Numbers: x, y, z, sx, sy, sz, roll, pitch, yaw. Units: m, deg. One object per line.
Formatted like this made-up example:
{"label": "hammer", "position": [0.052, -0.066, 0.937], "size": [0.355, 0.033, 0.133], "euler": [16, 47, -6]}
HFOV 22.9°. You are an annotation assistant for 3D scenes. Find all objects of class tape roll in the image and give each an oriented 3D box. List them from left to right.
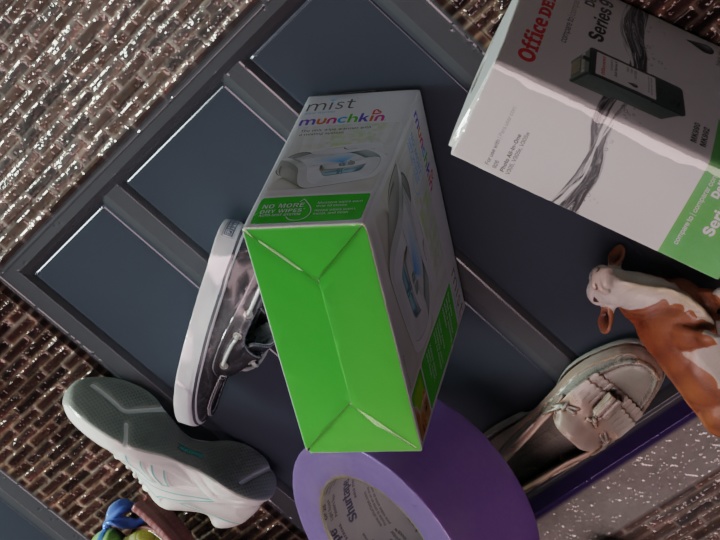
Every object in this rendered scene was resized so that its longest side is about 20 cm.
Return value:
{"label": "tape roll", "position": [0.043, 0.201, 1.433], "size": [0.199, 0.085, 0.201], "euler": [32, 141, 30]}

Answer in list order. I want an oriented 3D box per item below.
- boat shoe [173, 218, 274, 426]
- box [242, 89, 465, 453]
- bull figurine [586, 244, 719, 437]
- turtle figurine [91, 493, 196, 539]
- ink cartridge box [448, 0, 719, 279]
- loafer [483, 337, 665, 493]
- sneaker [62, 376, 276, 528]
{"label": "boat shoe", "position": [-0.102, 0.052, 1.438], "size": [0.067, 0.072, 0.202], "euler": [20, 121, 4]}
{"label": "box", "position": [0.000, 0.000, 1.295], "size": [0.096, 0.177, 0.202], "euler": [-2, 124, 19]}
{"label": "bull figurine", "position": [0.253, 0.055, 1.316], "size": [0.200, 0.065, 0.121], "euler": [46, 157, -26]}
{"label": "turtle figurine", "position": [-0.153, 0.311, 1.597], "size": [0.191, 0.202, 0.144], "euler": [5, 161, 9]}
{"label": "ink cartridge box", "position": [0.174, -0.103, 1.183], "size": [0.198, 0.147, 0.084], "euler": [24, 130, -1]}
{"label": "loafer", "position": [0.164, 0.129, 1.410], "size": [0.072, 0.063, 0.200], "euler": [41, 127, -13]}
{"label": "sneaker", "position": [-0.175, 0.166, 1.541], "size": [0.199, 0.071, 0.080], "euler": [31, 131, -7]}
